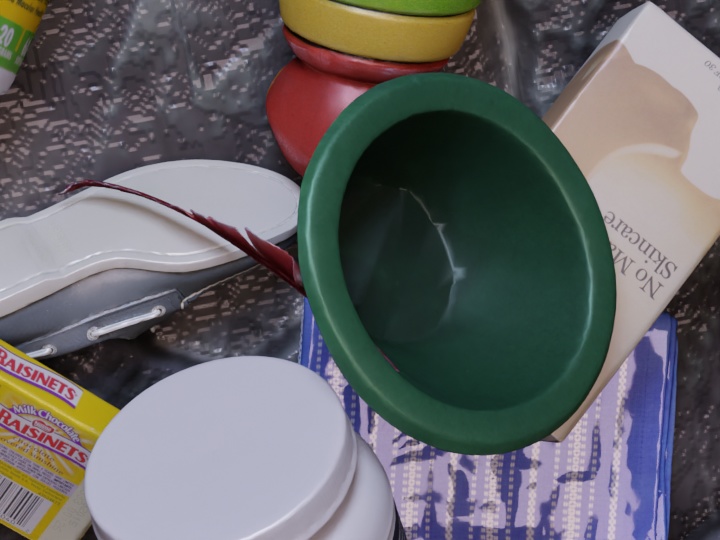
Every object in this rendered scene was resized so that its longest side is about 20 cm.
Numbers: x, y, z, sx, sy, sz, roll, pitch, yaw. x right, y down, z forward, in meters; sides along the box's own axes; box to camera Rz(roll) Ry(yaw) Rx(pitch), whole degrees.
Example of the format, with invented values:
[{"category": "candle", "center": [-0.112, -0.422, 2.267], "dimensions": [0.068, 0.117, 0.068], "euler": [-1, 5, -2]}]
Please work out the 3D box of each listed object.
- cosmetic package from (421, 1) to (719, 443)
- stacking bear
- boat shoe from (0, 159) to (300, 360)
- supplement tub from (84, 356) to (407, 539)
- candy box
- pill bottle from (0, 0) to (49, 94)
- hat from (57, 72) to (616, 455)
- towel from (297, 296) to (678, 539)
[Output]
[{"category": "cosmetic package", "center": [0.115, -0.022, 1.197], "dimensions": [0.105, 0.071, 0.200], "euler": [37, 84, -4]}, {"category": "stacking bear", "center": [0.004, -0.134, 1.160], "dimensions": [0.113, 0.121, 0.201], "euler": [19, 113, 22]}, {"category": "boat shoe", "center": [-0.121, 0.000, 1.192], "dimensions": [0.199, 0.073, 0.062], "euler": [-16, 137, -13]}, {"category": "supplement tub", "center": [-0.041, 0.154, 1.127], "dimensions": [0.140, 0.141, 0.201], "euler": [-22, 129, -6]}, {"category": "candy box", "center": [-0.206, 0.060, 1.161], "dimensions": [0.199, 0.026, 0.102], "euler": [32, 133, -9]}, {"category": "pill bottle", "center": [-0.178, -0.195, 1.135], "dimensions": [0.111, 0.111, 0.201], "euler": [24, 91, -9]}, {"category": "hat", "center": [0.000, 0.000, 1.149], "dimensions": [0.165, 0.176, 0.201], "euler": [-29, 95, -32]}, {"category": "towel", "center": [0.064, 0.087, 1.232], "dimensions": [0.199, 0.024, 0.146], "euler": [4, 92, -8]}]
